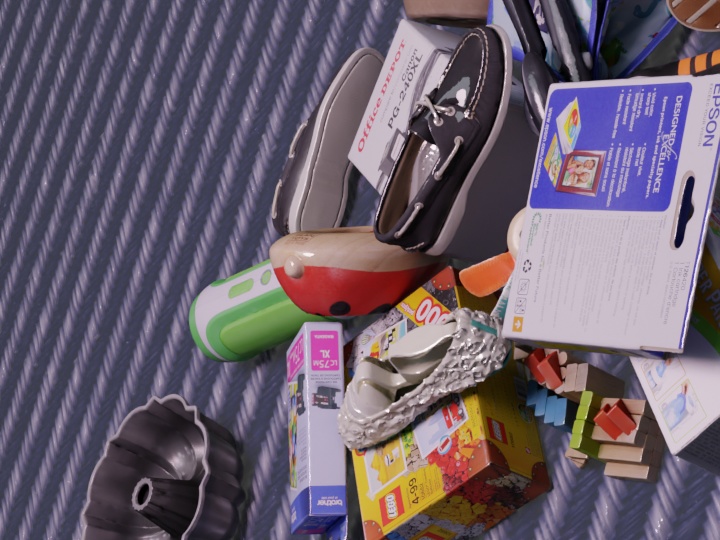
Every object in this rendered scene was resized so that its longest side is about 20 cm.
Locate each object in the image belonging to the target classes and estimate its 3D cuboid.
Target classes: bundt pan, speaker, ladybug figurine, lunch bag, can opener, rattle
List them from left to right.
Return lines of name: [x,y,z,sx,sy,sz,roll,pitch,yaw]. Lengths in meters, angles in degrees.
bundt pan: [-0.183,0.226,1.893,0.201,0.075,0.204,-28,50,40]
speaker: [-0.074,0.027,1.864,0.199,0.088,0.089,-23,53,42]
ladybug figurine: [0.000,0.000,1.714,0.135,0.199,0.073,3,96,41]
can opener: [0.151,-0.188,1.579,0.063,0.079,0.202,-11,69,1]
rattle: [0.161,-0.029,1.517,0.198,0.143,0.131,-17,90,9]
lunch bag: [0.198,-0.258,1.655,0.201,0.127,0.170,-62,34,6]

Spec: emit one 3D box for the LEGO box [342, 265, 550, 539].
LEGO box: [0.066,0.123,1.642,0.149,0.077,0.201,-38,44,31]

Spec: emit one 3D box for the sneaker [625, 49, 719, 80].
sneaker: [0.286,-0.142,1.544,0.090,0.070,0.200,-34,15,-18]

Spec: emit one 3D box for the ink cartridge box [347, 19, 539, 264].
ink cartridge box: [0.079,-0.115,1.725,0.200,0.083,0.146,50,123,55]

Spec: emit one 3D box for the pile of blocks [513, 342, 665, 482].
pile of blocks: [0.163,0.102,1.548,0.083,0.062,0.200,-59,36,7]

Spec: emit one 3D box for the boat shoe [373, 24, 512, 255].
boat shoe: [0.065,-0.108,1.594,0.074,0.060,0.201,52,127,52]

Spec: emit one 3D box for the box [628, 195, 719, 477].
box: [0.261,0.045,1.416,0.101,0.112,0.201,-44,40,25]

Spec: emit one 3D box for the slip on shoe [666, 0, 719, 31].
slip on shoe: [0.330,-0.263,1.551,0.200,0.076,0.061,-41,12,36]

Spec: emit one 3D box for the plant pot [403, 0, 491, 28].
plant pot: [0.101,-0.313,1.780,0.199,0.199,0.177,7,94,52]

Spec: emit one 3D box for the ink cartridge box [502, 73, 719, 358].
ink cartridge box: [0.194,-0.039,1.406,0.199,0.047,0.200,5,80,53]

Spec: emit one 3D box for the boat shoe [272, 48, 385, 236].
boat shoe: [-0.032,-0.122,1.904,0.060,0.073,0.202,19,93,52]

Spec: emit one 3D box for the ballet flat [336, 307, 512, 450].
ballet flat: [0.036,0.081,1.584,0.199,0.071,0.072,-34,46,36]

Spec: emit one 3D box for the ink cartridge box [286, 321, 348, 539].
ink cartridge box: [-0.038,0.156,1.710,0.119,0.042,0.202,123,144,-72]
